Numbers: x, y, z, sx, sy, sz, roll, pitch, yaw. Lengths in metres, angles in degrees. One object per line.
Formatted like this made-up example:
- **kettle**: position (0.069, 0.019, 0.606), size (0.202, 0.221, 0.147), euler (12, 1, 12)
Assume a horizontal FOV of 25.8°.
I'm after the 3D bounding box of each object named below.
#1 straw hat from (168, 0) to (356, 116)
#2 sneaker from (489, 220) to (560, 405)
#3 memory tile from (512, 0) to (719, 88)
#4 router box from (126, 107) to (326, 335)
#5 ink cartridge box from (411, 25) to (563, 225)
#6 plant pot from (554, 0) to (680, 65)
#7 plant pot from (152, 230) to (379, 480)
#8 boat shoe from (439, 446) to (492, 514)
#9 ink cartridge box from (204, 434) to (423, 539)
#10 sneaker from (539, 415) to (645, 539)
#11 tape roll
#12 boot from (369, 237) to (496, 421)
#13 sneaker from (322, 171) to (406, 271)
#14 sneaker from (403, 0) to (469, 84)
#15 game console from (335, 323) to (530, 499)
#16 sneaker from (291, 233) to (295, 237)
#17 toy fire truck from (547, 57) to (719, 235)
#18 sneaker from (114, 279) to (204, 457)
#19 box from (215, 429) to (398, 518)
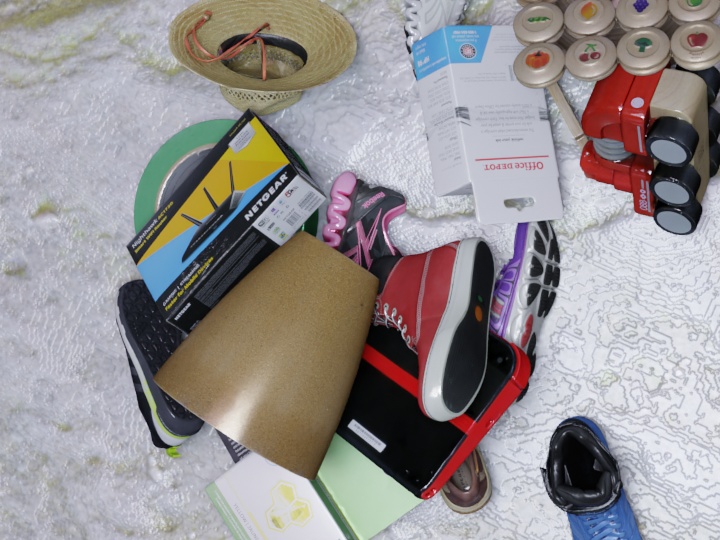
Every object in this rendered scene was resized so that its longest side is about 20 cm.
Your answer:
- **straw hat**: position (-0.106, -0.213, 1.677), size (0.200, 0.201, 0.086), euler (22, 134, 16)
- **sneaker**: position (0.144, 0.035, 1.598), size (0.083, 0.080, 0.202), euler (16, 88, 29)
- **memory tile**: position (0.241, -0.243, 1.485), size (0.198, 0.017, 0.154), euler (-6, 56, 16)
- **router box**: position (-0.141, -0.049, 1.610), size (0.200, 0.051, 0.149), euler (-47, 39, 8)
- **ink cartridge box**: position (0.128, -0.141, 1.585), size (0.067, 0.115, 0.202), euler (-18, 79, 57)
- **plant pot**: position (0.258, -0.298, 1.577), size (0.199, 0.093, 0.203), euler (-1, 86, 17)
- **plant pot**: position (-0.071, 0.070, 1.531), size (0.186, 0.186, 0.201), euler (31, 87, 16)
- **boat shoe**: position (0.074, 0.147, 1.595), size (0.072, 0.072, 0.201), euler (-23, 66, 4)
- **ink cartridge box**: position (-0.042, 0.226, 1.617), size (0.199, 0.048, 0.146), euler (-37, 77, 12)
- **sneaker**: position (0.231, 0.241, 1.537), size (0.076, 0.111, 0.202), euler (-16, 82, 14)
- **tape roll**: position (-0.146, -0.061, 1.701), size (0.199, 0.048, 0.203), euler (-1, 85, 17)
- **boot**: position (0.049, 0.064, 1.540), size (0.143, 0.073, 0.201), euler (-10, 49, 28)
- **sneaker**: position (0.000, 0.000, 1.641), size (0.094, 0.079, 0.202), euler (12, 83, 2)
- **sneaker**: position (0.084, -0.279, 1.640), size (0.080, 0.075, 0.202), euler (-3, 88, 5)
- **game console**: position (0.057, 0.113, 1.568), size (0.200, 0.031, 0.177), euler (33, 83, 43)
- **sneaker**: position (-0.121, 0.047, 1.630), size (0.071, 0.072, 0.201), euler (28, 103, 1)
- **toy fire truck**: position (0.249, -0.147, 1.536), size (0.198, 0.176, 0.129), euler (15, 63, 22)
- **sneaker**: position (-0.230, 0.107, 1.701), size (0.083, 0.071, 0.201), euler (-49, 52, 44)
- **box**: position (-0.066, 0.178, 1.668), size (0.142, 0.036, 0.201), euler (-34, 79, 11)
